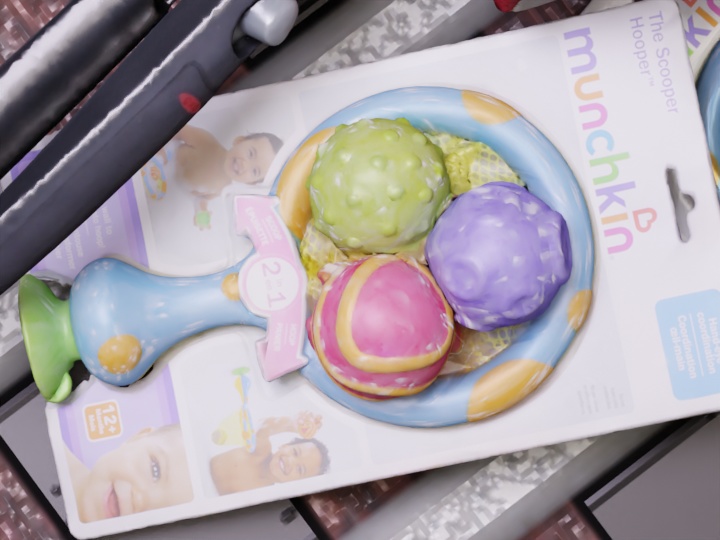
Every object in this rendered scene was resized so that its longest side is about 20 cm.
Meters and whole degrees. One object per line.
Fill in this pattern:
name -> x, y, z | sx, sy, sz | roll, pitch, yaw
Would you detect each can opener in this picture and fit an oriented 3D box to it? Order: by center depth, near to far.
can opener -> -0.057, -0.060, 0.795 | 0.200, 0.079, 0.063 | -48, 53, -5

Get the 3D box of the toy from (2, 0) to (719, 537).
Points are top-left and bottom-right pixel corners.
toy -> 0.000, 0.000, 0.816 | 0.199, 0.047, 0.116 | -12, 87, 10

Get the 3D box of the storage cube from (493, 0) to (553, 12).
storage cube -> 0.106, -0.190, 0.762 | 0.199, 0.171, 0.181 | -22, 90, -24

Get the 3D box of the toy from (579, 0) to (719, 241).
toy -> 0.155, -0.031, 0.838 | 0.200, 0.047, 0.115 | 41, 85, 3
